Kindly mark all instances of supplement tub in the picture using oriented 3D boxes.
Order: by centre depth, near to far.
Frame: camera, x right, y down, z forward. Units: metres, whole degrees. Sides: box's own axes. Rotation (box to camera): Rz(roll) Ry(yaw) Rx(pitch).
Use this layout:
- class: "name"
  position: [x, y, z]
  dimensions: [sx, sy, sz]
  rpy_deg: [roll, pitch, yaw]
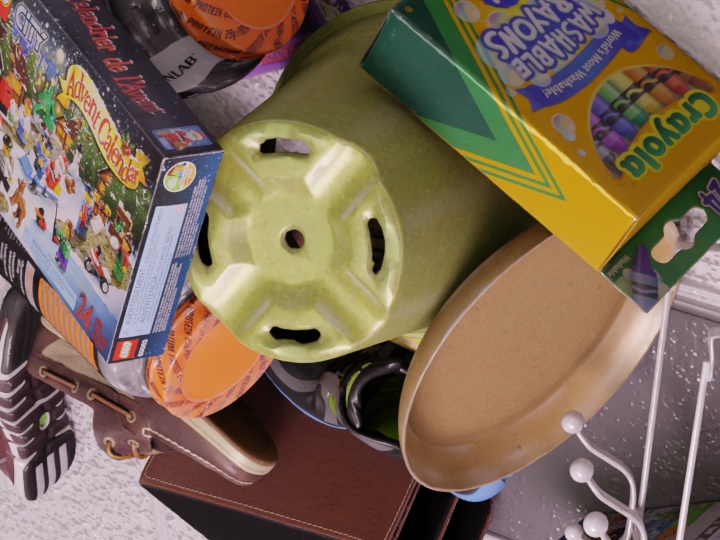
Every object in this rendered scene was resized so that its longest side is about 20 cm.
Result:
- class: "supplement tub"
  position: [-0.131, -0.154, 1.468]
  dimensions: [0.200, 0.122, 0.123]
  rpy_deg: [-9, 113, 45]
- class: "supplement tub"
  position: [-0.143, -0.007, 1.559]
  dimensions: [0.200, 0.122, 0.123]
  rpy_deg: [42, 140, 28]

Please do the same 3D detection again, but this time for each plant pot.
- class: "plant pot"
  position: [-0.003, -0.036, 1.393]
  dimensions: [0.200, 0.184, 0.201]
  rpy_deg: [7, 107, 23]
- class: "plant pot"
  position: [0.095, 0.038, 1.408]
  dimensions: [0.027, 0.200, 0.200]
  rpy_deg: [46, 142, 30]

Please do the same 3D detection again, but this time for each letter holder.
- class: "letter holder"
  position: [-0.015, 0.115, 1.641]
  dimensions: [0.200, 0.142, 0.101]
  rpy_deg: [11, 158, 35]

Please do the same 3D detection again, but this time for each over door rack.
- class: "over door rack"
  position: [0.153, 0.090, 1.375]
  dimensions: [0.066, 0.148, 0.200]
  rpy_deg: [15, 109, -7]

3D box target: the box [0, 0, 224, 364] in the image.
- class: "box"
  position: [-0.152, -0.066, 1.374]
  dimensions: [0.200, 0.038, 0.137]
  rpy_deg: [50, 135, 37]

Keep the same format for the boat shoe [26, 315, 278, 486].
- class: "boat shoe"
  position: [-0.138, 0.090, 1.621]
  dimensions: [0.200, 0.072, 0.072]
  rpy_deg: [33, 102, 27]

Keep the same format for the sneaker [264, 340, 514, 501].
- class: "sneaker"
  position: [0.012, 0.069, 1.535]
  dimensions: [0.199, 0.071, 0.083]
  rpy_deg: [29, 170, 41]

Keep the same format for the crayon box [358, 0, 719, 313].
- class: "crayon box"
  position: [0.115, -0.086, 1.343]
  dimensions: [0.200, 0.126, 0.052]
  rpy_deg: [42, 138, 8]

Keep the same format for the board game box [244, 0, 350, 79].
- class: "board game box"
  position: [-0.099, -0.169, 1.542]
  dimensions: [0.200, 0.032, 0.120]
  rpy_deg: [-10, 110, 45]

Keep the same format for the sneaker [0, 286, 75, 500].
- class: "sneaker"
  position: [-0.268, 0.070, 1.833]
  dimensions: [0.115, 0.076, 0.200]
  rpy_deg: [29, 136, 26]

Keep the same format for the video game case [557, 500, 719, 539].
- class: "video game case"
  position: [0.168, 0.173, 1.476]
  dimensions: [0.200, 0.143, 0.018]
  rpy_deg: [-13, 105, 45]

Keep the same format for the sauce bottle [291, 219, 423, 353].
- class: "sauce bottle"
  position: [0.000, 0.000, 1.553]
  dimensions: [0.200, 0.065, 0.065]
  rpy_deg: [24, 133, 25]
